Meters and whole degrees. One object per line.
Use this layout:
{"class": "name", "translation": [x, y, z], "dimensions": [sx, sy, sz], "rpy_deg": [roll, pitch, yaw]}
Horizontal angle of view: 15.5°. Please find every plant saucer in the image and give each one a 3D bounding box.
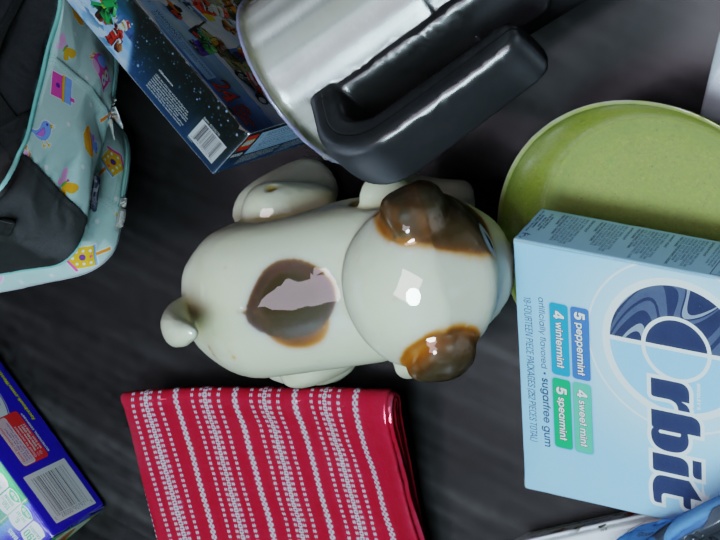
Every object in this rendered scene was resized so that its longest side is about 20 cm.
{"class": "plant saucer", "translation": [0.174, -0.010, 1.514], "dimensions": [0.199, 0.031, 0.201], "rpy_deg": [15, 123, 25]}

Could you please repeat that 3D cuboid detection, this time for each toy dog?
{"class": "toy dog", "translation": [0.000, 0.000, 1.531], "dimensions": [0.200, 0.193, 0.140], "rpy_deg": [-3, 91, 46]}

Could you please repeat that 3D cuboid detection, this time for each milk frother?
{"class": "milk frother", "translation": [0.007, -0.173, 1.481], "dimensions": [0.188, 0.181, 0.200], "rpy_deg": [-34, 111, 21]}

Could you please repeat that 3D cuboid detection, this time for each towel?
{"class": "towel", "translation": [-0.052, 0.141, 1.675], "dimensions": [0.199, 0.022, 0.145], "rpy_deg": [-2, 111, 27]}

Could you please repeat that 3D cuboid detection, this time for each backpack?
{"class": "backpack", "translation": [-0.231, -0.086, 1.652], "dimensions": [0.175, 0.153, 0.201], "rpy_deg": [-13, 57, 30]}

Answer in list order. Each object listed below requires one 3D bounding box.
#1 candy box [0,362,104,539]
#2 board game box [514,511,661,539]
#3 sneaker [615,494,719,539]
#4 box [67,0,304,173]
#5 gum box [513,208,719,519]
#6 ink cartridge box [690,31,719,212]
{"class": "candy box", "translation": [-0.298, 0.157, 1.786], "dimensions": [0.200, 0.077, 0.169], "rpy_deg": [-42, 81, 28]}
{"class": "board game box", "translation": [0.177, 0.243, 1.590], "dimensions": [0.126, 0.035, 0.201], "rpy_deg": [-15, 93, 29]}
{"class": "sneaker", "translation": [0.177, 0.160, 1.493], "dimensions": [0.066, 0.079, 0.200], "rpy_deg": [27, 135, -17]}
{"class": "box", "translation": [-0.106, -0.154, 1.593], "dimensions": [0.200, 0.136, 0.038], "rpy_deg": [50, 119, 9]}
{"class": "gum box", "translation": [0.188, 0.063, 1.499], "dimensions": [0.199, 0.045, 0.170], "rpy_deg": [11, 123, 27]}
{"class": "ink cartridge box", "translation": [0.261, -0.025, 1.488], "dimensions": [0.162, 0.057, 0.201], "rpy_deg": [18, 104, 23]}
